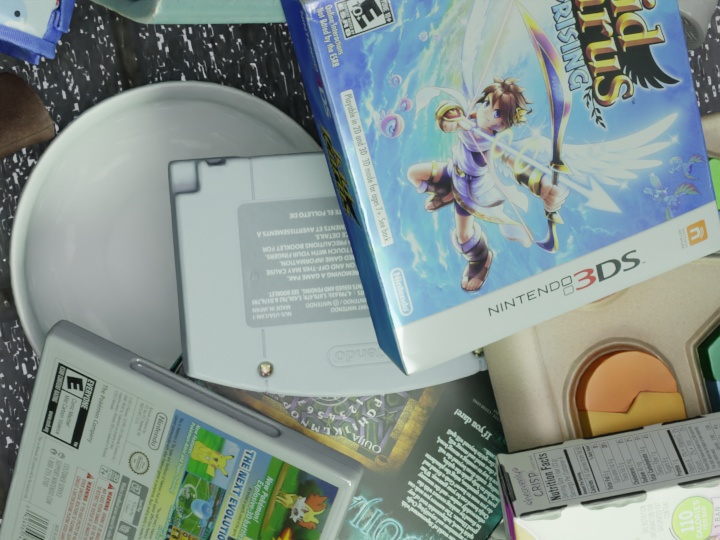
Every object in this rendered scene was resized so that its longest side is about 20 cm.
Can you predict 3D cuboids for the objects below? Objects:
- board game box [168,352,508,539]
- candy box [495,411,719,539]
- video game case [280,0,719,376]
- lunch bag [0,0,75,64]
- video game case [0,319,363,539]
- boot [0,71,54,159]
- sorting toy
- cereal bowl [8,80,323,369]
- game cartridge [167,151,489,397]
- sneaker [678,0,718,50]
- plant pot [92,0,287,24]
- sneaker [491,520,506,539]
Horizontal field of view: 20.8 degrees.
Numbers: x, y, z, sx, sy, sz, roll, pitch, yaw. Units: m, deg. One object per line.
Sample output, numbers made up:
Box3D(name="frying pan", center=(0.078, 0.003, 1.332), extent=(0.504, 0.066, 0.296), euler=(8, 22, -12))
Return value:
Box3D(name="board game box", center=(0.000, 0.078, 1.086), extent=(0.200, 0.028, 0.135), euler=(38, 86, -11))
Box3D(name="candy box", center=(0.178, 0.146, 1.011), extent=(0.200, 0.061, 0.137), euler=(-11, 119, 0))
Box3D(name="video game case", center=(0.074, -0.072, 0.950), extent=(0.181, 0.045, 0.200), euler=(-22, 115, -12))
Box3D(name="lunch bag", center=(-0.240, -0.217, 1.063), extent=(0.200, 0.124, 0.170), euler=(14, 90, -3))
Box3D(name="video game case", center=(-0.107, 0.141, 1.078), extent=(0.182, 0.022, 0.200), euler=(25, 126, 7))
Box3D(name="boot", center=(-0.286, -0.079, 1.077), extent=(0.166, 0.200, 0.072), euler=(-33, 138, -33))
Box3D(name="sorting toy", center=(0.163, 0.018, 1.038), extent=(0.200, 0.036, 0.185), euler=(-14, 91, -7))
Box3D(name="cereal bowl", center=(-0.101, -0.008, 1.119), extent=(0.200, 0.083, 0.201), euler=(-1, 94, -10))
Box3D(name="game cartridge", center=(0.000, 0.000, 1.051), extent=(0.200, 0.040, 0.134), euler=(-4, 89, -12))
Box3D(name="sneaker", center=(0.129, -0.220, 1.161), extent=(0.200, 0.074, 0.116), euler=(25, 71, -2))
Box3D(name="plant pot", center=(-0.053, -0.227, 0.982), extent=(0.200, 0.196, 0.196), euler=(2, 106, -38))
Box3D(name="sneaker", center=(0.088, 0.107, 1.168), extent=(0.200, 0.080, 0.089), euler=(41, 80, -15))
